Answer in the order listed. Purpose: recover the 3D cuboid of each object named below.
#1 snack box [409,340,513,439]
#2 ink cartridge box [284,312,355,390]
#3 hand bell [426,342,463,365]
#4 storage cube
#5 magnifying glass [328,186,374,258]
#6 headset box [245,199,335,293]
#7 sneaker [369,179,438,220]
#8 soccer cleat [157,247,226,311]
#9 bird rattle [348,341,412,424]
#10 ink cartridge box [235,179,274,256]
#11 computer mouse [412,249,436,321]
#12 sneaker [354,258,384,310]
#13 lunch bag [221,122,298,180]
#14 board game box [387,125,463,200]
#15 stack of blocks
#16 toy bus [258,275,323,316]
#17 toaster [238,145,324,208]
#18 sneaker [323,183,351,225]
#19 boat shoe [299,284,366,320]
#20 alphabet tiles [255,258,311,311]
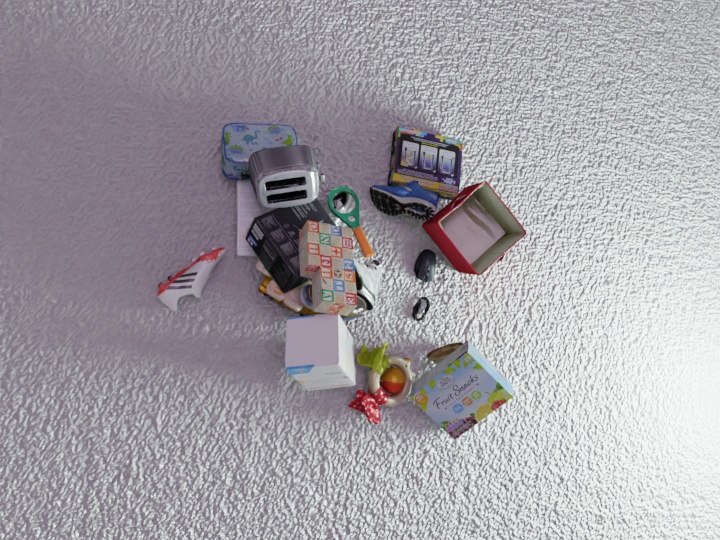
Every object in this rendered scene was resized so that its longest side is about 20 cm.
[{"bbox_3d":[0.251,0.300,1.597,0.169,0.068,0.200,44,111,-9],"label":"snack box"},{"bbox_3d":[-0.090,0.200,1.524,0.127,0.200,0.126,-7,63,9],"label":"ink cartridge box"},{"bbox_3d":[0.251,0.300,1.667,0.103,0.104,0.201,-20,96,-18],"label":"hand bell"},{"bbox_3d":[0.293,-0.106,1.683,0.171,0.180,0.200,-41,97,-5],"label":"storage cube"},{"bbox_3d":[-0.019,-0.124,1.623,0.079,0.022,0.201,-22,75,-17],"label":"magnifying glass"},{"bbox_3d":[-0.145,-0.071,1.560,0.199,0.093,0.175,-29,77,-36],"label":"headset box"},{"bbox_3d":[0.119,-0.196,1.720,0.199,0.079,0.089,16,51,20],"label":"sneaker"},{"bbox_3d":[-0.400,0.019,1.562,0.200,0.069,0.085,-38,98,-16],"label":"soccer cleat"},{"bbox_3d":[0.063,0.282,1.606,0.162,0.112,0.202,6,78,-30],"label":"bird rattle"},{"bbox_3d":[-0.240,-0.132,1.651,0.161,0.050,0.202,1,84,-15],"label":"ink cartridge box"},{"bbox_3d":[0.172,0.037,1.721,0.058,0.034,0.202,11,75,-13],"label":"computer mouse"},{"bbox_3d":[0.000,0.000,1.625,0.075,0.201,0.116,5,54,27],"label":"sneaker"},{"bbox_3d":[-0.257,-0.307,1.646,0.198,0.083,0.162,-2,55,-16],"label":"lunch bag"},{"bbox_3d":[0.182,-0.298,1.789,0.198,0.057,0.167,11,77,-13],"label":"board game box"},{"bbox_3d":[-0.076,-0.006,1.460,0.114,0.059,0.201,8,61,-24],"label":"stack of blocks"},{"bbox_3d":[-0.155,0.069,1.604,0.199,0.078,0.065,31,72,-6],"label":"toy bus"},{"bbox_3d":[-0.189,-0.224,1.538,0.198,0.114,0.129,-9,36,-11],"label":"toaster"},{"bbox_3d":[-0.077,-0.141,1.673,0.075,0.081,0.201,25,74,-10],"label":"sneaker"},{"bbox_3d":[-0.050,0.075,1.539,0.199,0.072,0.073,13,67,-43],"label":"boat shoe"},{"bbox_3d":[-0.152,0.003,1.580,0.195,0.015,0.201,31,52,-6],"label":"alphabet tiles"}]
